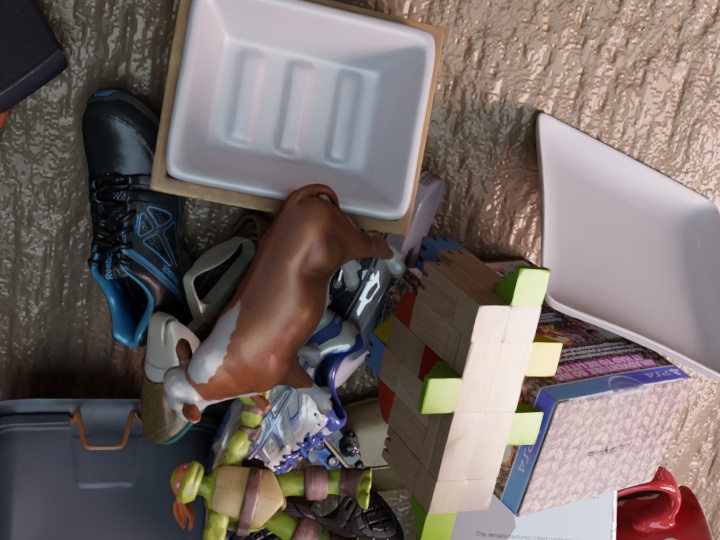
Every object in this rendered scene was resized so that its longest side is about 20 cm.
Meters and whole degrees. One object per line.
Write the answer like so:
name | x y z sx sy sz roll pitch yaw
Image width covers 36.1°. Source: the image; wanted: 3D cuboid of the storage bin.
storage bin | -0.207 0.187 0.904 0.196 0.137 0.146 1 152 -11

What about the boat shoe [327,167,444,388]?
boat shoe | 0.000 0.000 0.920 0.067 0.072 0.203 30 111 17

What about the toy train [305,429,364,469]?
toy train | -0.070 0.102 0.943 0.046 0.034 0.200 -42 97 0

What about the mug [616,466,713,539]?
mug | 0.224 0.267 1.059 0.196 0.133 0.181 -8 96 0

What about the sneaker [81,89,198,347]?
sneaker | -0.175 -0.037 0.855 0.072 0.082 0.203 0 117 22

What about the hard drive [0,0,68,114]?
hard drive | -0.310 -0.151 0.754 0.199 0.042 0.136 -35 106 -23

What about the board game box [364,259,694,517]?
board game box | 0.128 0.082 0.877 0.157 0.200 0.098 -3 120 -37

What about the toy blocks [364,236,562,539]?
toy blocks | 0.054 0.068 0.783 0.098 0.137 0.203 2 110 -27

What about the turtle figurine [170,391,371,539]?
turtle figurine | -0.077 0.179 0.820 0.158 0.203 0.065 14 156 -2

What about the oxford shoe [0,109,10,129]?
oxford shoe | -0.362 -0.123 0.802 0.197 0.072 0.073 21 115 -18

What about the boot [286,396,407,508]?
boot | -0.003 0.197 1.013 0.196 0.066 0.178 -6 116 -7

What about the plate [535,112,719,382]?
plate | 0.217 -0.013 0.889 0.197 0.202 0.032 23 136 -18

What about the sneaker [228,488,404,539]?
sneaker | -0.046 0.240 0.915 0.091 0.077 0.198 -46 150 25

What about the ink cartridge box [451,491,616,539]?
ink cartridge box | 0.144 0.245 0.949 0.143 0.084 0.204 2 101 10

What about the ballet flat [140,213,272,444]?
ballet flat | -0.123 0.036 0.869 0.201 0.067 0.073 -55 137 -19

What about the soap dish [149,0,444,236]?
soap dish | -0.048 -0.121 0.824 0.196 0.081 0.160 10 91 -14

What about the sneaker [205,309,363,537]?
sneaker | -0.060 0.125 0.879 0.087 0.075 0.203 19 96 19

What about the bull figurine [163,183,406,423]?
bull figurine | -0.056 0.037 0.788 0.120 0.065 0.202 21 105 -42
